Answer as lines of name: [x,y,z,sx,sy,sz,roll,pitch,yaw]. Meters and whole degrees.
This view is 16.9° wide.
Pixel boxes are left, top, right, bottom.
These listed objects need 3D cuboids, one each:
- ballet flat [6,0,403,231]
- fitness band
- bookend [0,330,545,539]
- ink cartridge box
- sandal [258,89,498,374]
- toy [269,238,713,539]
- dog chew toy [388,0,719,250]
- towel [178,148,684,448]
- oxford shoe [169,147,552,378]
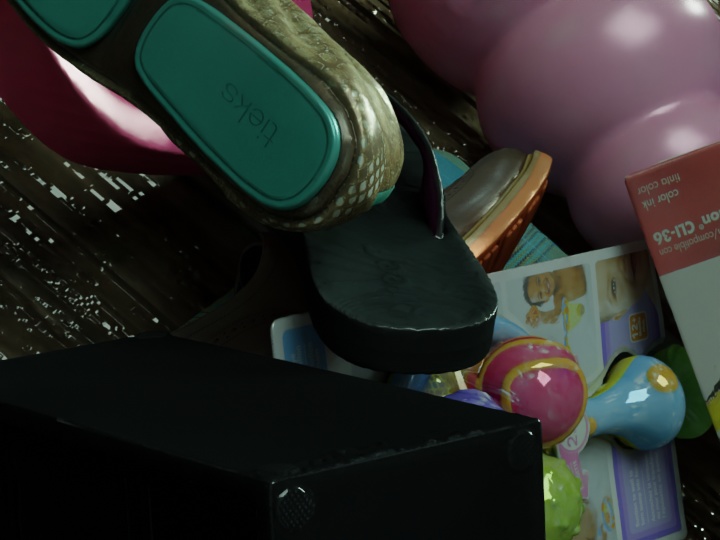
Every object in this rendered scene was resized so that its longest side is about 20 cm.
ballet flat: [-0.059,-0.082,0.785,0.200,0.071,0.065,49,18,22]
fitness band: [-0.079,-0.107,0.898,0.200,0.037,0.144,-1,77,-61]
bookend: [-0.040,0.132,0.715,0.092,0.199,0.200,-10,12,-35]
ink cartridge box: [0.183,0.040,0.900,0.116,0.067,0.200,-17,87,-53]
sandal: [0.000,-0.032,0.819,0.075,0.048,0.200,-3,28,-19]
toy: [0.059,0.058,0.829,0.200,0.047,0.115,-12,97,-48]
dog chew toy: [0.093,-0.088,0.996,0.124,0.125,0.200,-13,67,-37]
towel: [0.022,0.040,0.906,0.147,0.022,0.200,40,45,11]
oxford shoe: [0.000,0.000,0.866,0.073,0.071,0.200,37,46,13]
